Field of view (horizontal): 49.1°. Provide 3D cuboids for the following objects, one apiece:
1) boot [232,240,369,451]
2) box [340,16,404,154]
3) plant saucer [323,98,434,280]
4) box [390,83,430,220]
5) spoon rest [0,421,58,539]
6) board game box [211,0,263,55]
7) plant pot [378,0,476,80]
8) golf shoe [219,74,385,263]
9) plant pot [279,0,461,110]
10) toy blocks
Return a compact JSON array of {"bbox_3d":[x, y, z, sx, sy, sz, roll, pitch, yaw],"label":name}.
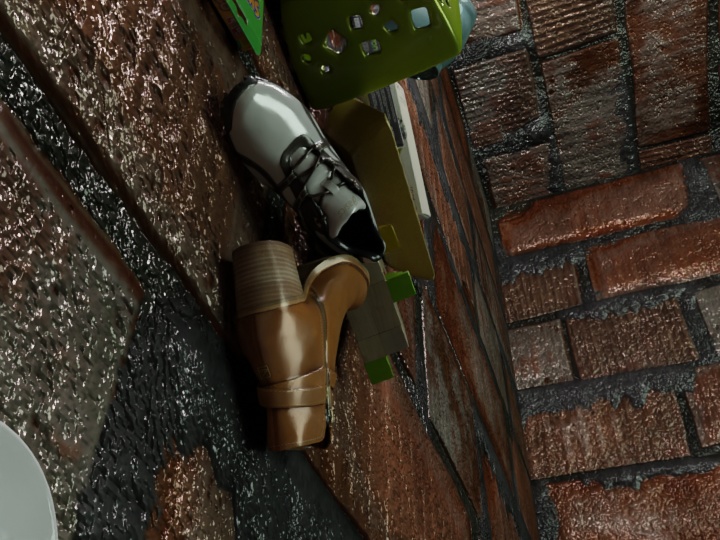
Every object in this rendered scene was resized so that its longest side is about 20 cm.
[{"bbox_3d":[-0.034,0.066,0.651,0.200,0.075,0.158,23,54,-71],"label":"boot"},{"bbox_3d":[0.011,-0.229,1.067,0.110,0.034,0.204,117,-37,-67],"label":"box"},{"bbox_3d":[0.012,-0.098,0.946,0.200,0.048,0.203,-126,-164,-66],"label":"plant saucer"},{"bbox_3d":[0.042,-0.169,1.162,0.068,0.081,0.204,6,71,-76],"label":"box"},{"bbox_3d":[-0.150,0.076,0.228,0.200,0.059,0.101,54,27,-56],"label":"spoon rest"},{"bbox_3d":[-0.120,-0.301,0.749,0.096,0.029,0.203,58,21,-51],"label":"board game box"},{"bbox_3d":[0.117,-0.464,1.556,0.200,0.197,0.137,40,66,-67],"label":"plant pot"},{"bbox_3d":[-0.038,-0.083,0.677,0.094,0.078,0.200,29,-16,51],"label":"golf shoe"},{"bbox_3d":[-0.006,-0.342,0.911,0.203,0.196,0.182,-89,154,-42],"label":"plant pot"},{"bbox_3d":[0.000,0.000,0.853,0.137,0.098,0.203,-96,166,-75],"label":"toy blocks"}]
